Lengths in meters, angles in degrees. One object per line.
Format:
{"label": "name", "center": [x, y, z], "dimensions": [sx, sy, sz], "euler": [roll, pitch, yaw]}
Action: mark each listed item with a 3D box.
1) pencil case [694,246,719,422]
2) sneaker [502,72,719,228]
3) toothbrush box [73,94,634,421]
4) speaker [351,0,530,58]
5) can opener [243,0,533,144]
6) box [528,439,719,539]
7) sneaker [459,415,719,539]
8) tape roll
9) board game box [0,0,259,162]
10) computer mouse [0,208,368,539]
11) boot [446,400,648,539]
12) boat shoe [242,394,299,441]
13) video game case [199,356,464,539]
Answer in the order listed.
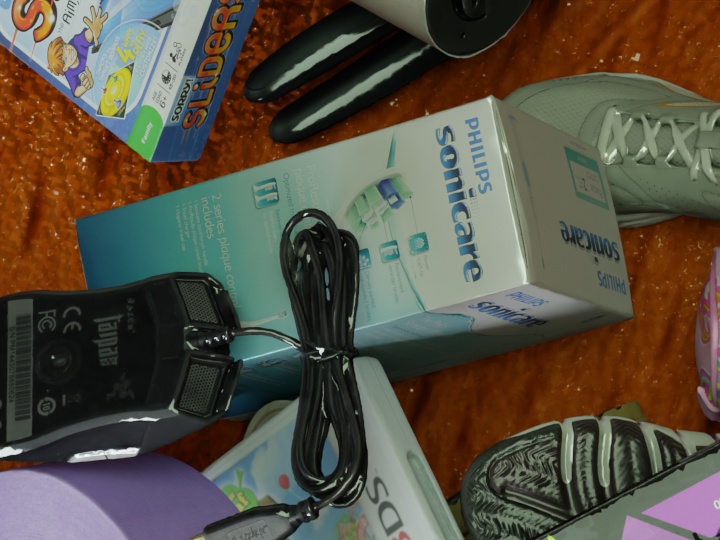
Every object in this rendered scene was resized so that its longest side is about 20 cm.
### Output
{"label": "pencil case", "center": [0.250, 0.034, 1.306], "dimensions": [0.200, 0.087, 0.088], "euler": [3, 79, 3]}
{"label": "sneaker", "center": [0.156, -0.055, 1.328], "dimensions": [0.200, 0.092, 0.076], "euler": [11, 79, 7]}
{"label": "toothbrush box", "center": [0.000, 0.000, 1.278], "dimensions": [0.200, 0.146, 0.085], "euler": [-15, 78, 21]}
{"label": "speaker", "center": [-0.011, -0.170, 1.334], "dimensions": [0.200, 0.081, 0.081], "euler": [32, 83, 36]}
{"label": "can opener", "center": [0.035, -0.125, 1.377], "dimensions": [0.200, 0.079, 0.063], "euler": [-40, 117, 0]}
{"label": "box", "center": [0.156, 0.174, 1.175], "dimensions": [0.143, 0.036, 0.200], "euler": [-28, 86, -5]}
{"label": "sneaker", "center": [0.134, 0.103, 1.262], "dimensions": [0.200, 0.116, 0.076], "euler": [0, 84, -8]}
{"label": "tape roll", "center": [-0.111, 0.180, 1.258], "dimensions": [0.066, 0.200, 0.200], "euler": [-8, 74, -42]}
{"label": "board game box", "center": [-0.093, -0.168, 1.331], "dimensions": [0.135, 0.034, 0.200], "euler": [37, 117, 33]}
{"label": "computer mouse", "center": [-0.083, 0.065, 1.195], "dimensions": [0.200, 0.046, 0.141], "euler": [-15, 63, 13]}
{"label": "boot", "center": [0.100, 0.181, 1.303], "dimensions": [0.175, 0.066, 0.200], "euler": [-31, 88, -18]}
{"label": "boat shoe", "center": [-0.039, 0.151, 1.318], "dimensions": [0.067, 0.057, 0.200], "euler": [25, 103, 32]}
{"label": "video game case", "center": [-0.028, 0.164, 1.255], "dimensions": [0.200, 0.022, 0.182], "euler": [-38, 67, 32]}
